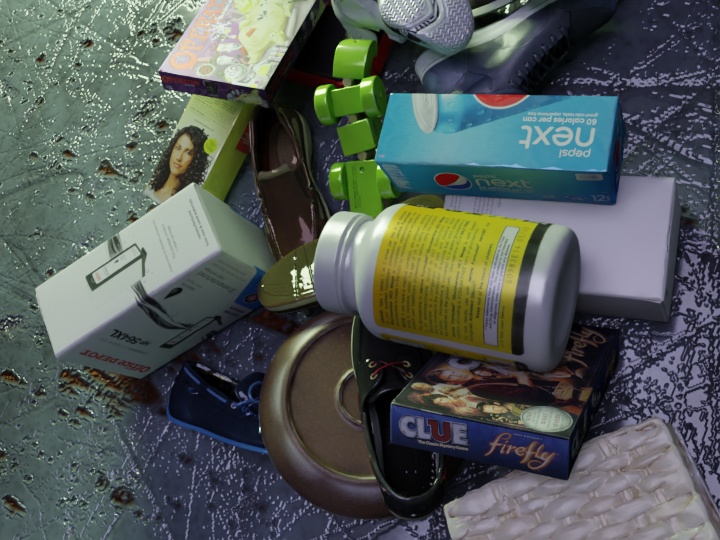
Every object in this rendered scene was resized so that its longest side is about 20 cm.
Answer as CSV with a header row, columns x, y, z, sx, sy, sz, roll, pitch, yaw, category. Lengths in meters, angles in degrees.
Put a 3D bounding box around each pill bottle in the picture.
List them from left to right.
x,y,z,sx,sy,sz,roll,pitch,yaw,category
0.067,0.008,0.708,0.197,0.112,0.114,10,78,24,pill bottle

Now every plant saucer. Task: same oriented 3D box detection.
x,y,z,sx,sy,sz,roll,pitch,yaw,category
0.006,0.117,0.792,0.197,0.032,0.203,0,64,0,plant saucer

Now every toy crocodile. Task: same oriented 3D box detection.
x,y,z,sx,sy,sz,roll,pitch,yaw,category
0.003,-0.127,0.876,0.067,0.062,0.203,-6,98,24,toy crocodile

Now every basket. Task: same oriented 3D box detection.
x,y,z,sx,sy,sz,roll,pitch,yaw,category
0.176,0.210,0.680,0.198,0.123,0.137,-27,66,13,basket

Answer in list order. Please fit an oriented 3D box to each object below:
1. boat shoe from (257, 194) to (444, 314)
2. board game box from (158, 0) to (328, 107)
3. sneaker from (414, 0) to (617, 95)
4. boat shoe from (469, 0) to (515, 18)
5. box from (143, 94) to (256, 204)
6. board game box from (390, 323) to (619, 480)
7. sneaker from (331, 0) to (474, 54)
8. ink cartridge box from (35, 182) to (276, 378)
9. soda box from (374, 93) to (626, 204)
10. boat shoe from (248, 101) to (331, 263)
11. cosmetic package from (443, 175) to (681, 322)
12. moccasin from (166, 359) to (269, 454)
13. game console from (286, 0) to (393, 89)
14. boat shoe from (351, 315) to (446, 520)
x,y,z,sx,sy,sz,roll,pitch,yaw,category
0.000,-0.001,0.845,0.199,0.066,0.072,-26,45,6,boat shoe
-0.113,-0.254,0.920,0.118,0.032,0.202,9,54,18,board game box
0.164,-0.172,0.829,0.200,0.077,0.148,-24,65,15,sneaker
0.141,-0.283,0.827,0.071,0.201,0.061,-32,105,-20,boat shoe
-0.155,-0.152,0.959,0.075,0.050,0.202,30,95,27,box
0.122,0.090,0.706,0.134,0.200,0.035,6,111,24,board game box
0.036,-0.259,0.866,0.199,0.115,0.075,40,85,21,sneaker
-0.196,0.019,0.886,0.199,0.146,0.085,-32,66,12,ink cartridge box
0.117,-0.104,0.745,0.197,0.064,0.069,6,73,25,soda box
-0.081,-0.082,0.907,0.074,0.075,0.205,-21,67,16,boat shoe
0.173,-0.023,0.776,0.197,0.085,0.109,7,77,24,cosmetic package
-0.108,0.130,0.847,0.197,0.080,0.069,9,91,24,moccasin
-0.042,-0.293,0.987,0.198,0.031,0.179,20,79,27,game console
0.033,0.104,0.748,0.073,0.063,0.204,-8,63,-2,boat shoe
